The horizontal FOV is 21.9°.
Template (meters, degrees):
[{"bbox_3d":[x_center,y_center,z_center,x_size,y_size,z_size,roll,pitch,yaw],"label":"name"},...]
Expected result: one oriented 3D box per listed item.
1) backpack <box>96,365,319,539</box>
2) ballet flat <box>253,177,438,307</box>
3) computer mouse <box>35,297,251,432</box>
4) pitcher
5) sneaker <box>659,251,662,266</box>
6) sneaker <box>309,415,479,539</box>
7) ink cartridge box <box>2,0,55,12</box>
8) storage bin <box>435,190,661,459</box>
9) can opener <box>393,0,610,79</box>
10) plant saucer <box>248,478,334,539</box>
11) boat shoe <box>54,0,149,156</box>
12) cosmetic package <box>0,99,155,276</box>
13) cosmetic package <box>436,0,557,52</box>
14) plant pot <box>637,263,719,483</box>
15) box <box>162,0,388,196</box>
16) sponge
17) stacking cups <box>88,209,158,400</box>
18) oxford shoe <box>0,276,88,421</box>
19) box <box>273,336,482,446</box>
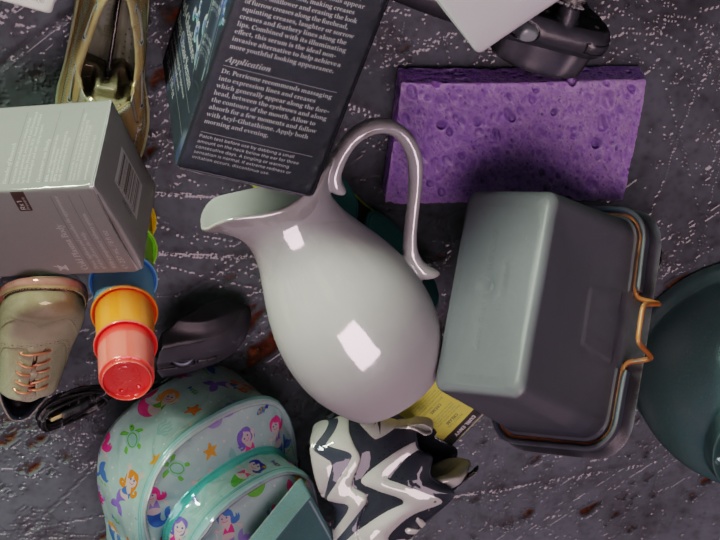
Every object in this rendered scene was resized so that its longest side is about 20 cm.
[{"bbox_3d":[-0.126,0.189,1.553,0.177,0.150,0.201,-28,126,-29],"label":"backpack"},{"bbox_3d":[-0.017,-0.029,1.485,0.067,0.067,0.200,-22,126,32],"label":"ballet flat"},{"bbox_3d":[-0.169,0.082,1.496,0.199,0.034,0.059,-30,156,-20],"label":"computer mouse"},{"bbox_3d":[0.000,0.000,1.402,0.171,0.121,0.201,-31,109,2],"label":"pitcher"},{"bbox_3d":[0.171,0.032,1.557,0.200,0.078,0.085,-35,131,25],"label":"sneaker"},{"bbox_3d":[0.043,0.204,1.553,0.129,0.080,0.201,-11,108,10],"label":"sneaker"},{"bbox_3d":[-0.237,-0.287,1.250,0.116,0.068,0.201,12,122,-18],"label":"ink cartridge box"},{"bbox_3d":[0.144,0.033,1.427,0.145,0.202,0.134,3,168,38],"label":"storage bin"},{"bbox_3d":[0.094,-0.194,1.379,0.199,0.064,0.079,16,115,-20],"label":"can opener"},{"bbox_3d":[-0.040,0.251,1.555,0.070,0.019,0.200,-50,146,-20],"label":"plant saucer"},{"bbox_3d":[-0.188,-0.131,1.365,0.071,0.076,0.201,-2,126,-9],"label":"boat shoe"},{"bbox_3d":[-0.261,-0.056,1.355,0.198,0.091,0.107,-6,143,15],"label":"cosmetic package"},{"bbox_3d":[0.083,-0.290,1.225,0.167,0.201,0.166,-32,124,14],"label":"cosmetic package"},{"bbox_3d":[0.340,0.109,1.596,0.199,0.135,0.201,-5,125,-7],"label":"plant pot"},{"bbox_3d":[-0.059,-0.181,1.308,0.106,0.149,0.201,12,122,-18],"label":"box"},{"bbox_3d":[0.120,-0.106,1.468,0.198,0.030,0.112,-1,126,-9],"label":"sponge"},{"bbox_3d":[-0.179,0.016,1.394,0.060,0.201,0.061,-4,124,-6],"label":"stacking cups"},{"bbox_3d":[-0.247,0.060,1.437,0.070,0.074,0.200,1,158,-13],"label":"oxford shoe"},{"bbox_3d":[0.012,0.067,1.545,0.199,0.075,0.050,33,112,-27],"label":"box"}]
